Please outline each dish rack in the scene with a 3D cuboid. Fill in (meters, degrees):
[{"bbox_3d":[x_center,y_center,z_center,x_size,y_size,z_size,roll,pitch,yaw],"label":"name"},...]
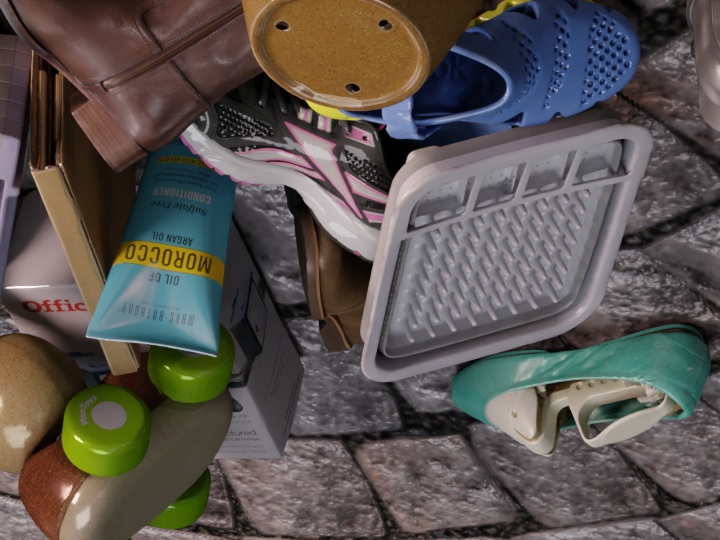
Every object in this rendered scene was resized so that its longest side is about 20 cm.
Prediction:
[{"bbox_3d":[0.079,-0.021,1.695,0.171,0.044,0.201,-15,145,-21],"label":"dish rack"}]

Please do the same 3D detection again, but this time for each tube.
[{"bbox_3d":[-0.107,-0.035,1.688,0.077,0.201,0.051,6,145,6],"label":"tube"}]

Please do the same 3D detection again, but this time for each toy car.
[{"bbox_3d":[-0.198,0.081,1.820,0.200,0.158,0.165,35,141,19],"label":"toy car"}]

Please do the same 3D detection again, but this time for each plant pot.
[{"bbox_3d":[0.005,-0.187,1.453,0.185,0.201,0.187,8,145,6],"label":"plant pot"}]

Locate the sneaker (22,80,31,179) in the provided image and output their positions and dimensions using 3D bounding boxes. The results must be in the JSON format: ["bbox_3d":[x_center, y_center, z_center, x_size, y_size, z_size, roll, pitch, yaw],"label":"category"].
[{"bbox_3d":[-0.276,-0.064,1.809,0.114,0.075,0.200,19,139,-8],"label":"sneaker"}]

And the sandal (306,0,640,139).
[{"bbox_3d":[0.069,-0.109,1.584,0.199,0.087,0.080,-10,110,-18],"label":"sandal"}]

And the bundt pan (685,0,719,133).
[{"bbox_3d":[0.279,-0.110,1.582,0.200,0.076,0.202,8,144,5],"label":"bundt pan"}]

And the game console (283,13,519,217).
[{"bbox_3d":[0.027,-0.087,1.724,0.176,0.031,0.201,3,143,12],"label":"game console"}]

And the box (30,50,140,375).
[{"bbox_3d":[-0.165,-0.060,1.705,0.021,0.164,0.201,-9,141,5],"label":"box"}]

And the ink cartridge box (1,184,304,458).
[{"bbox_3d":[-0.140,0.038,1.894,0.145,0.086,0.200,-2,142,19],"label":"ink cartridge box"}]

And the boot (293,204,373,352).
[{"bbox_3d":[0.000,0.000,1.796,0.075,0.074,0.200,-7,164,7],"label":"boot"}]

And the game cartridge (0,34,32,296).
[{"bbox_3d":[-0.222,-0.025,1.670,0.038,0.130,0.201,11,121,-4],"label":"game cartridge"}]

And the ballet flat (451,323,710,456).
[{"bbox_3d":[0.141,0.087,1.889,0.199,0.071,0.067,-13,138,31],"label":"ballet flat"}]

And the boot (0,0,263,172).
[{"bbox_3d":[-0.100,-0.176,1.573,0.199,0.064,0.187,-32,119,3],"label":"boot"}]

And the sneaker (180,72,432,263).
[{"bbox_3d":[-0.025,-0.089,1.676,0.199,0.081,0.086,30,133,-29],"label":"sneaker"}]
